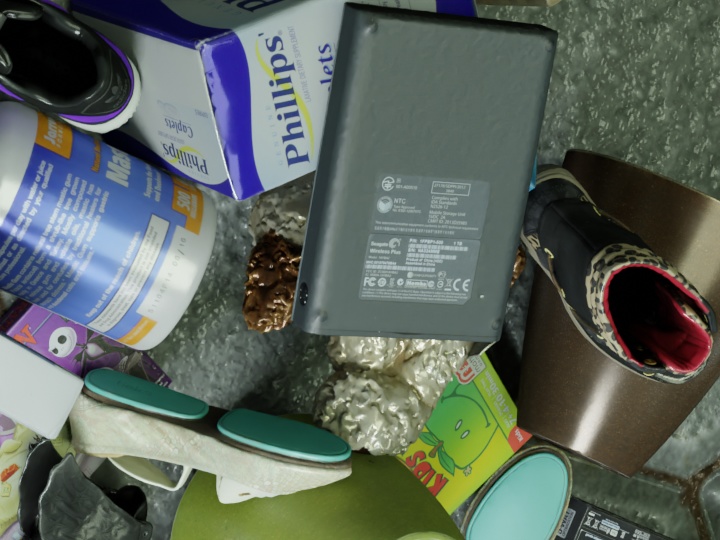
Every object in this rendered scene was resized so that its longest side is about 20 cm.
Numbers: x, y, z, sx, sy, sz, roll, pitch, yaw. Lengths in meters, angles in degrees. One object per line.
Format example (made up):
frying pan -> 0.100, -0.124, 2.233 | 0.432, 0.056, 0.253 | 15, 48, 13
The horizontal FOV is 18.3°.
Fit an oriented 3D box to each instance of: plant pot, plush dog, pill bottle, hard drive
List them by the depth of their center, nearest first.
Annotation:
hard drive -> 0.040, -0.058, 1.379 | 0.138, 0.033, 0.202 | 3, 106, -25
pill bottle -> -0.199, -0.037, 1.401 | 0.199, 0.112, 0.113 | 26, 87, -22
plant pot -> -0.004, 0.200, 1.480 | 0.186, 0.200, 0.189 | -2, 95, -27
plush dog -> 0.000, 0.000, 1.503 | 0.171, 0.200, 0.161 | 34, 118, -12
plant pot -> 0.196, 0.042, 1.638 | 0.186, 0.186, 0.201 | 26, 87, -34

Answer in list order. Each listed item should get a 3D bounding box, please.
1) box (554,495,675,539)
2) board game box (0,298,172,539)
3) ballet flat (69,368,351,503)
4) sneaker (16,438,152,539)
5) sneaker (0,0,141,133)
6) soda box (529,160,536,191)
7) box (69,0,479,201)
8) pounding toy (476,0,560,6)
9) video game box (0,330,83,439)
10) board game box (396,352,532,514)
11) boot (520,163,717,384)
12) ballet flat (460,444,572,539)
box -> 0.205, 0.281, 1.783 | 0.199, 0.050, 0.159 | 24, 88, -34
board game box -> -0.228, 0.108, 1.478 | 0.200, 0.032, 0.120 | -50, 118, -13
ballet flat -> -0.098, 0.117, 1.456 | 0.067, 0.198, 0.063 | -33, 137, -66
sneaker -> -0.165, 0.193, 1.500 | 0.199, 0.060, 0.105 | 35, 88, -43
sneaker -> -0.224, -0.150, 1.336 | 0.199, 0.100, 0.070 | 25, 91, -1
soda box -> 0.076, -0.095, 1.516 | 0.064, 0.200, 0.068 | -34, 104, 17
box -> -0.053, -0.144, 1.436 | 0.199, 0.183, 0.106 | -25, 116, -26
pounding toy -> 0.090, -0.290, 1.542 | 0.200, 0.142, 0.185 | -36, 119, -33
video game box -> -0.284, 0.022, 1.328 | 0.199, 0.182, 0.047 | 34, 79, -34
board game box -> 0.025, 0.144, 1.636 | 0.200, 0.047, 0.102 | -42, 120, -18
boot -> 0.185, 0.027, 1.467 | 0.073, 0.151, 0.200 | -39, 118, 1
ballet flat -> 0.098, 0.220, 1.690 | 0.070, 0.071, 0.201 | 23, 93, -34
